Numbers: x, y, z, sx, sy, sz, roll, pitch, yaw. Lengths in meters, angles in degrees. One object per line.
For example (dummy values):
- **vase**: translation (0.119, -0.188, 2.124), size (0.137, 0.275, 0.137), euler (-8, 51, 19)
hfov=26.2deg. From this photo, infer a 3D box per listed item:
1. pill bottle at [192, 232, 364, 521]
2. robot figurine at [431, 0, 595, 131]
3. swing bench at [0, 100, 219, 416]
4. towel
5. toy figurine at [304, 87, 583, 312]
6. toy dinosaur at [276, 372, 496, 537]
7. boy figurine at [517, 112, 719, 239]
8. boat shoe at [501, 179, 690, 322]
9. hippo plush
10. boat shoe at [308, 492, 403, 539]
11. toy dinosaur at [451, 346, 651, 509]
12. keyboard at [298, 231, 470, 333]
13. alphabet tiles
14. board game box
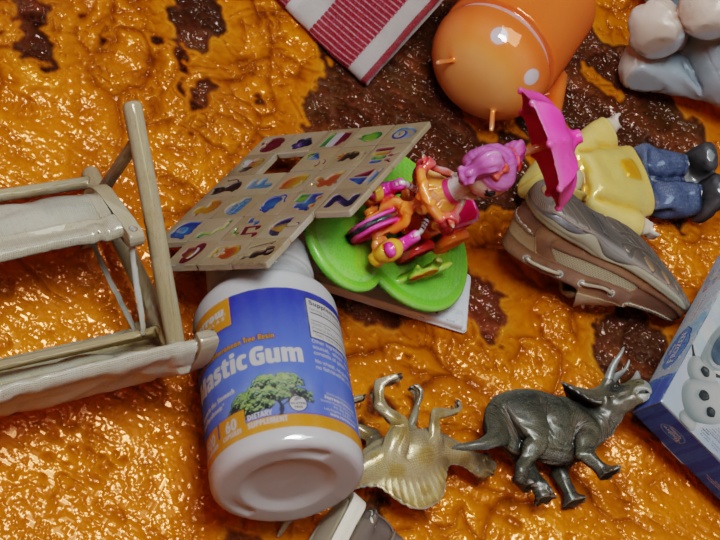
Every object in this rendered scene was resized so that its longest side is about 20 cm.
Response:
- **pill bottle**: translation (-0.065, 0.071, 1.136), size (0.111, 0.112, 0.201), euler (6, 50, -22)
- **robot figurine**: translation (0.138, -0.212, 1.386), size (0.116, 0.145, 0.200), euler (21, 52, 21)
- **swing bench**: translation (-0.234, 0.007, 1.096), size (0.197, 0.130, 0.202), euler (-11, 74, -29)
- **towel**: translation (-0.021, -0.280, 1.342), size (0.200, 0.144, 0.023), euler (46, 23, 4)
- **toy figurine**: translation (0.080, -0.068, 1.200), size (0.199, 0.183, 0.151), euler (-14, 76, -52)
- **toy dinosaur**: translation (0.023, 0.137, 1.184), size (0.198, 0.058, 0.102), euler (-8, 69, -28)
- **boy figurine**: translation (0.230, -0.087, 1.394), size (0.198, 0.064, 0.125), euler (3, 66, -27)
- **boat shoe**: translation (0.201, -0.005, 1.335), size (0.199, 0.072, 0.076), euler (31, 24, -27)
- **hippo plush**: translation (0.345, -0.250, 1.474), size (0.198, 0.159, 0.162), euler (19, 58, -14)
- **boat shoe**: translation (-0.033, 0.252, 1.090), size (0.059, 0.072, 0.201), euler (38, 56, -10)
- **toy dinosaur**: translation (0.144, 0.131, 1.240), size (0.198, 0.077, 0.103), euler (-3, 55, -26)
- **keyboard**: translation (0.000, 0.000, 1.276), size (0.198, 0.011, 0.057), euler (17, 53, -16)
- **alphabet tiles**: translation (-0.058, -0.057, 1.185), size (0.200, 0.166, 0.008), euler (-50, 128, -43)
- **board game box**: translation (0.350, 0.114, 1.334), size (0.200, 0.043, 0.199), euler (45, 55, -10)
